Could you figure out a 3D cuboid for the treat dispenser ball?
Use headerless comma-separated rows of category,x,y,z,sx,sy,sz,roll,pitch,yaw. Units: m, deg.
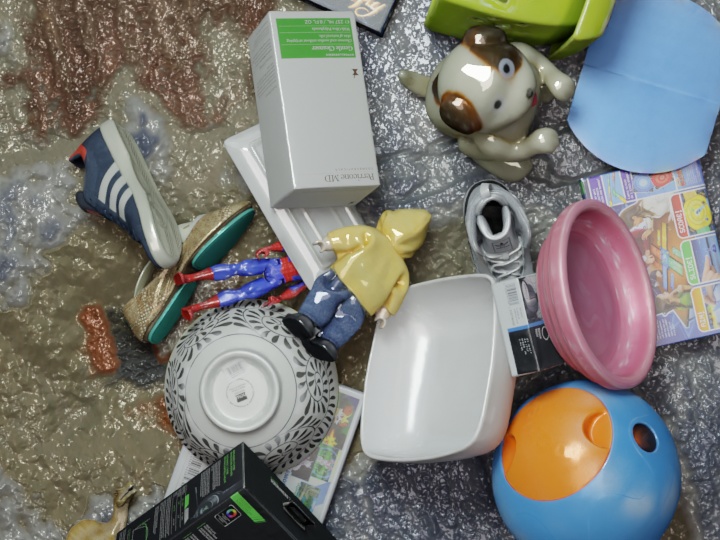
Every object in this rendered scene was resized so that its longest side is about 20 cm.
treat dispenser ball,0.239,0.217,1.599,0.199,0.201,0.203,0,89,4

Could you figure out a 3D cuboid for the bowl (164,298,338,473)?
bowl,-0.126,0.131,1.662,0.198,0.094,0.203,0,88,3

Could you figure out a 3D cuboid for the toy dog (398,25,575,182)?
toy dog,0.136,-0.196,1.615,0.193,0.200,0.140,30,91,4

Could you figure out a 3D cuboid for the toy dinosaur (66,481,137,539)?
toy dinosaur,-0.305,0.336,1.721,0.101,0.058,0.200,41,84,19

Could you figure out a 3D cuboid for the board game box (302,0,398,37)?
board game box,-0.038,-0.369,1.715,0.199,0.035,0.137,24,91,4

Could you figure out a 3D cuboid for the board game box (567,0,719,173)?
board game box,0.323,-0.205,1.679,0.157,0.039,0.202,16,88,7

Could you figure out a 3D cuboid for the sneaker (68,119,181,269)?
sneaker,-0.268,-0.070,1.693,0.084,0.075,0.201,-32,60,9

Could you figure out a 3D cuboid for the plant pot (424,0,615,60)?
plant pot,0.188,-0.335,1.621,0.180,0.200,0.201,20,90,-3

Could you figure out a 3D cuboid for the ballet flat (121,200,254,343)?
ballet flat,-0.201,-0.011,1.707,0.065,0.071,0.200,38,88,18

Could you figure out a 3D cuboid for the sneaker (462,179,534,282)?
sneaker,0.156,-0.004,1.652,0.074,0.115,0.202,-14,88,4

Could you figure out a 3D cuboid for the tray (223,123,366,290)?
tray,-0.060,-0.083,1.691,0.107,0.022,0.201,-29,86,-30

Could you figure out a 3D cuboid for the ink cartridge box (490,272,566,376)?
ink cartridge box,0.212,0.047,1.611,0.039,0.199,0.100,-15,88,34

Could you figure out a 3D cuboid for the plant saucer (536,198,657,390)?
plant saucer,0.244,0.028,1.586,0.050,0.200,0.203,-16,88,35

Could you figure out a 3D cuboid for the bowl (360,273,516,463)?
bowl,0.095,0.114,1.626,0.074,0.199,0.202,23,68,-35

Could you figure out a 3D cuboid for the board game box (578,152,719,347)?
board game box,0.329,-0.018,1.679,0.134,0.034,0.202,-12,87,4

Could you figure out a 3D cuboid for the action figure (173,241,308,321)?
action figure,-0.104,0.005,1.685,0.198,0.052,0.066,-16,94,-21

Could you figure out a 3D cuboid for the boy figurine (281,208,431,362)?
boy figurine,0.000,0.000,1.652,0.124,0.064,0.200,44,71,-17

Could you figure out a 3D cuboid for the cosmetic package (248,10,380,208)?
cosmetic package,-0.052,-0.175,1.659,0.107,0.085,0.202,-5,78,-23

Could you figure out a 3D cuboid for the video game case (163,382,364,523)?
video game case,-0.108,0.204,1.716,0.181,0.022,0.202,20,90,5

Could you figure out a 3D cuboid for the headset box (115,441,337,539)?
headset box,-0.137,0.310,1.635,0.199,0.093,0.174,-35,114,11
